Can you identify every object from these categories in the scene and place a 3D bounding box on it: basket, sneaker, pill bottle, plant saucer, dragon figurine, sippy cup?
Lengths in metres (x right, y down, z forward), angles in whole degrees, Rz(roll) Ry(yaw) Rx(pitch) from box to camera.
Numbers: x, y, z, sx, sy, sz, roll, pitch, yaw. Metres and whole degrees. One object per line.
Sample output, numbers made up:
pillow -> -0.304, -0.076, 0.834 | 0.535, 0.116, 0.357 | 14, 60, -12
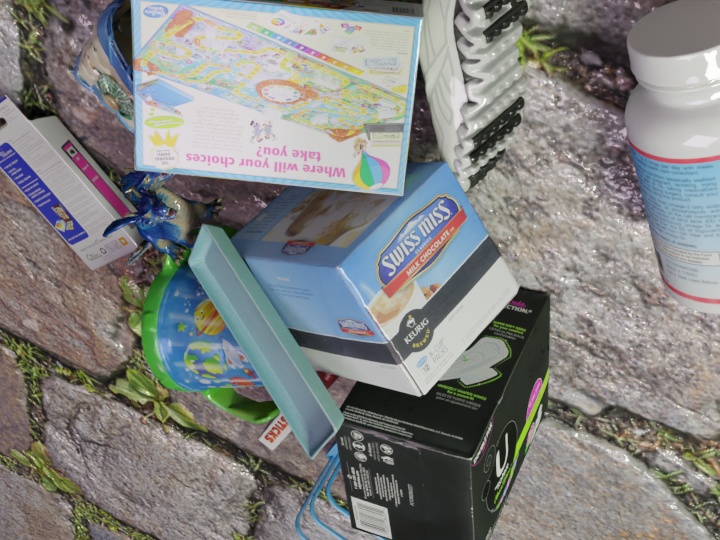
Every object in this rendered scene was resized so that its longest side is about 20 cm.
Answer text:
basket -> -0.117, -0.162, 0.839 | 0.200, 0.139, 0.176 | -22, 118, 46
sneaker -> 0.075, -0.149, 0.797 | 0.081, 0.075, 0.201 | 29, 140, 30
pill bottle -> 0.240, -0.076, 0.725 | 0.108, 0.109, 0.201 | -1, 129, 32
plant saucer -> -0.078, 0.055, 0.873 | 0.200, 0.019, 0.070 | 55, 148, 13
dragon figurine -> -0.187, -0.049, 0.936 | 0.099, 0.059, 0.200 | 22, 164, -31
sippy cup -> -0.116, 0.054, 1.029 | 0.130, 0.140, 0.178 | 3, 153, 32

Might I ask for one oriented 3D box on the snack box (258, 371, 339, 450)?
snack box -> -0.046, 0.114, 1.104 | 0.024, 0.072, 0.200 | 37, 138, -2

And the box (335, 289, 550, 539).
box -> 0.079, 0.123, 0.940 | 0.124, 0.200, 0.149 | 13, 134, 23

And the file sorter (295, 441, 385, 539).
file sorter -> 0.035, 0.225, 1.122 | 0.138, 0.123, 0.200 | 34, 139, -1

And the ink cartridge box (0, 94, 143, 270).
ink cartridge box -> -0.308, -0.092, 1.102 | 0.094, 0.037, 0.200 | -19, 120, 42

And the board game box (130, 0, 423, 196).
board game box -> -0.061, -0.129, 0.768 | 0.199, 0.034, 0.135 | 6, 120, -1

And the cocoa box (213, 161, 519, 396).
cocoa box -> 0.000, 0.000, 0.885 | 0.200, 0.133, 0.132 | 6, 134, 55
